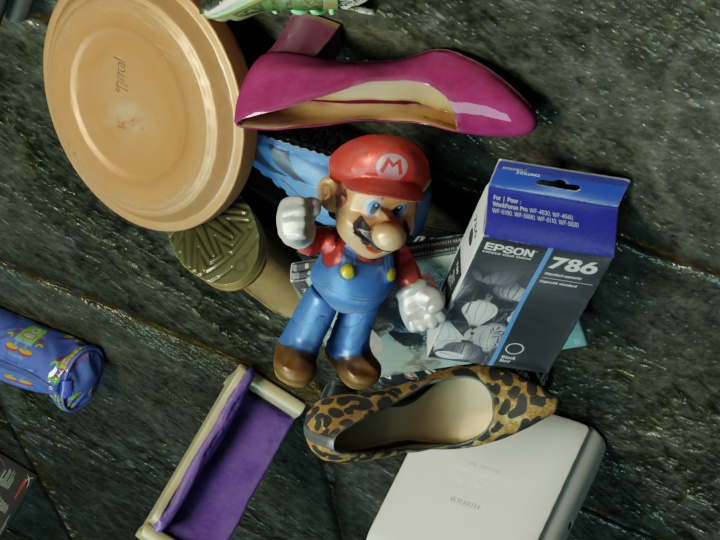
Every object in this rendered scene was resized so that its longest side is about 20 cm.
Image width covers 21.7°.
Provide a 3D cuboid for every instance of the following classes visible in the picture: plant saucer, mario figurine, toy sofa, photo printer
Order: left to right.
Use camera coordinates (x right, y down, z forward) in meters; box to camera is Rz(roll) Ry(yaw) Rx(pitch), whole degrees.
[{"bbox_3d":[-0.160,-0.124,1.368,0.199,0.032,0.202,16,117,33],"label":"plant saucer"},{"bbox_3d":[-0.137,0.198,1.869,0.082,0.201,0.098,32,160,-6],"label":"toy sofa"},{"bbox_3d":[0.000,0.000,1.310,0.106,0.123,0.201,30,123,23],"label":"mario figurine"},{"bbox_3d":[0.103,0.211,1.639,0.165,0.201,0.070,14,152,30],"label":"photo printer"}]

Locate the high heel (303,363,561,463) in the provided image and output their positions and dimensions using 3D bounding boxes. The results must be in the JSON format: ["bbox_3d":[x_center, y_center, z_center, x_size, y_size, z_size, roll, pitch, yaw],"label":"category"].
[{"bbox_3d":[0.058,0.120,1.458,0.198,0.072,0.143,-1,-169,5],"label":"high heel"}]

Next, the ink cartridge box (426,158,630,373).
[{"bbox_3d":[0.117,0.002,1.341,0.098,0.039,0.201,8,142,-8],"label":"ink cartridge box"}]

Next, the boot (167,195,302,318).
[{"bbox_3d":[-0.083,-0.010,1.492,0.175,0.066,0.200,49,-176,39],"label":"boot"}]

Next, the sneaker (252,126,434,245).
[{"bbox_3d":[-0.043,-0.073,1.395,0.199,0.066,0.079,23,123,9],"label":"sneaker"}]

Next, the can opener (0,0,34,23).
[{"bbox_3d":[-0.259,-0.244,1.371,0.067,0.053,0.200,61,155,7],"label":"can opener"}]

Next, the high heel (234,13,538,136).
[{"bbox_3d":[0.016,-0.104,1.266,0.198,0.097,0.068,18,153,22],"label":"high heel"}]

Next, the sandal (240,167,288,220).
[{"bbox_3d":[-0.110,-0.099,1.485,0.075,0.045,0.200,17,167,39],"label":"sandal"}]

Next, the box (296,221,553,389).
[{"bbox_3d":[0.056,0.037,1.545,0.158,0.046,0.200,11,149,32],"label":"box"}]

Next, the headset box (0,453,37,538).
[{"bbox_3d":[-0.565,0.297,2.561,0.199,0.149,0.075,31,155,-7],"label":"headset box"}]

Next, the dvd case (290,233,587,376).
[{"bbox_3d":[0.062,0.026,1.425,0.198,0.022,0.146,-8,143,14],"label":"dvd case"}]

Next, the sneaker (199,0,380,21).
[{"bbox_3d":[-0.031,-0.184,1.206,0.088,0.077,0.199,34,158,-30],"label":"sneaker"}]

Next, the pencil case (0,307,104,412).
[{"bbox_3d":[-0.381,0.091,2.061,0.198,0.087,0.079,19,120,20],"label":"pencil case"}]
